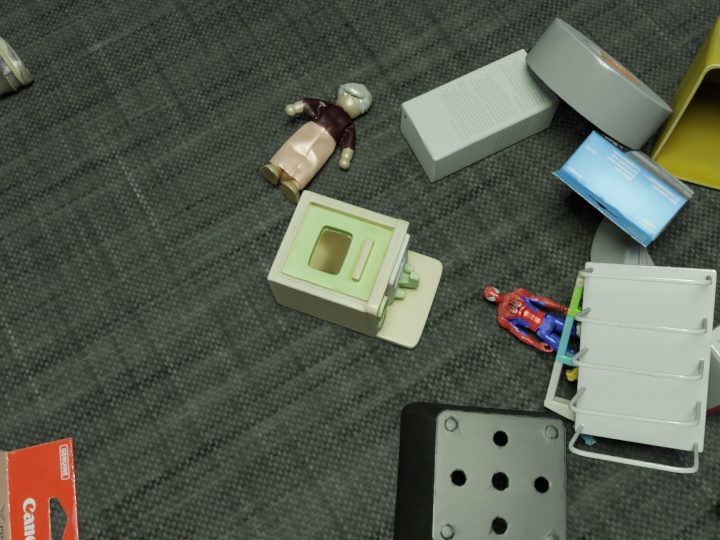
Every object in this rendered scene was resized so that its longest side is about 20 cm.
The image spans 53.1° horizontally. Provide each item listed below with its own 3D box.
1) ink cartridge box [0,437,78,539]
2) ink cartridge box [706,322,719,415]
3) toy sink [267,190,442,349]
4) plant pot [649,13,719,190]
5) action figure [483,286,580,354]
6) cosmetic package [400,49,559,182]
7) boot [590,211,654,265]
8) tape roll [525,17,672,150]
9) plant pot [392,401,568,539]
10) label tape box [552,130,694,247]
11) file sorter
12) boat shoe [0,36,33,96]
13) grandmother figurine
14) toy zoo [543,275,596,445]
[{"bbox_3d":[-0.429,0.312,0.855,0.172,0.044,0.202,-12,70,-2],"label":"ink cartridge box"},{"bbox_3d":[0.484,0.082,0.869,0.199,0.145,0.084,-30,70,-10],"label":"ink cartridge box"},{"bbox_3d":[0.000,0.000,0.923,0.198,0.112,0.131,19,72,8],"label":"toy sink"},{"bbox_3d":[0.526,-0.237,0.968,0.198,0.201,0.178,16,59,7],"label":"plant pot"},{"bbox_3d":[0.246,0.076,0.925,0.199,0.052,0.066,30,89,13],"label":"action figure"},{"bbox_3d":[0.166,-0.219,1.022,0.199,0.071,0.102,-25,71,-8],"label":"cosmetic package"},{"bbox_3d":[0.361,0.016,0.943,0.095,0.073,0.201,27,55,-22],"label":"boot"},{"bbox_3d":[0.319,-0.251,0.967,0.200,0.200,0.066,46,119,15],"label":"tape roll"},{"bbox_3d":[0.142,0.239,0.800,0.197,0.178,0.202,5,69,2],"label":"plant pot"},{"bbox_3d":[0.341,-0.111,0.916,0.144,0.200,0.064,42,116,15],"label":"label tape box"},{"bbox_3d":[0.298,0.099,0.770,0.138,0.124,0.202,4,95,25],"label":"file sorter"},{"bbox_3d":[-0.576,-0.340,1.078,0.073,0.075,0.200,-41,73,-13],"label":"boat shoe"},{"bbox_3d":[-0.056,-0.196,1.029,0.121,0.060,0.200,46,72,-13],"label":"grandmother figurine"},{"bbox_3d":[0.301,0.118,0.869,0.130,0.020,0.202,14,107,18],"label":"toy zoo"}]
